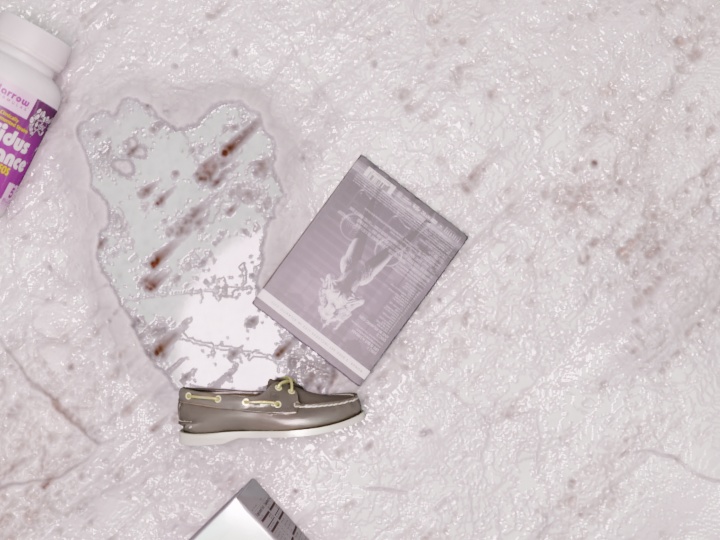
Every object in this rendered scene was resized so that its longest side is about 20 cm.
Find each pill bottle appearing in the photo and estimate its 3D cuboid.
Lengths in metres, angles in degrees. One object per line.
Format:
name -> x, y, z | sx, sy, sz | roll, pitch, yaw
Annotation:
pill bottle -> -0.384, -0.164, 1.264 | 0.111, 0.112, 0.202 | 26, 88, 2

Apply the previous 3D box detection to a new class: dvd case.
dvd case -> 0.000, 0.000, 1.299 | 0.148, 0.016, 0.201 | 37, 87, 1

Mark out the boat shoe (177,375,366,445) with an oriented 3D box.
boat shoe -> -0.095, 0.144, 1.265 | 0.199, 0.072, 0.061 | -6, 92, 4

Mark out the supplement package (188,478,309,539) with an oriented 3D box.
supplement package -> -0.102, 0.343, 1.215 | 0.152, 0.151, 0.200 | -43, 87, -1
